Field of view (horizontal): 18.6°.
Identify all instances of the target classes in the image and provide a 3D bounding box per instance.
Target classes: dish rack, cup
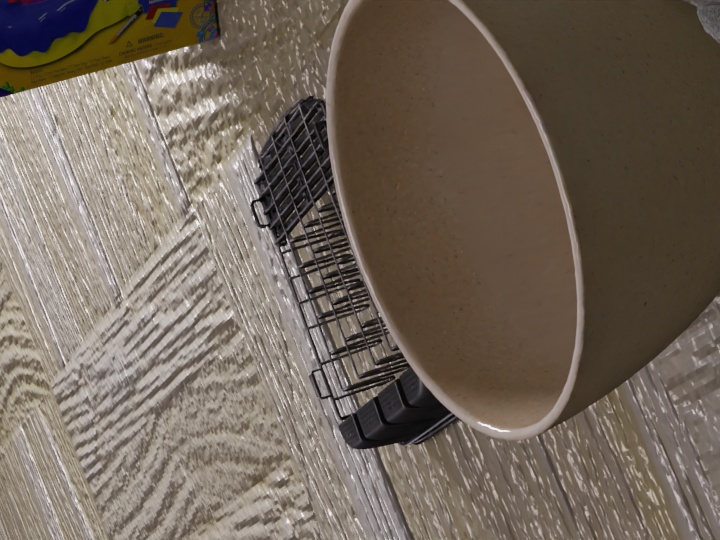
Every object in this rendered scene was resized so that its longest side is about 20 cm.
[{"bbox_3d":[0.000,0.000,1.279,0.201,0.054,0.153,69,154,11],"label":"dish rack"},{"bbox_3d":[0.094,-0.045,0.937,0.200,0.143,0.201,44,143,45],"label":"cup"}]

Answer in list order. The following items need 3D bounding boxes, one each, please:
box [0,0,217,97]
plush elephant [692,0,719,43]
[{"bbox_3d":[-0.214,-0.227,1.392,0.122,0.199,0.193,36,138,52],"label":"box"},{"bbox_3d":[0.184,-0.134,0.702,0.200,0.154,0.165,-123,36,-45],"label":"plush elephant"}]
